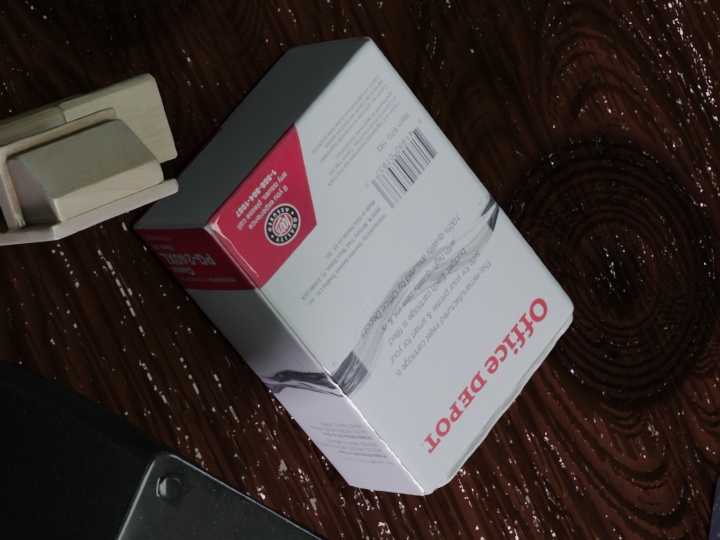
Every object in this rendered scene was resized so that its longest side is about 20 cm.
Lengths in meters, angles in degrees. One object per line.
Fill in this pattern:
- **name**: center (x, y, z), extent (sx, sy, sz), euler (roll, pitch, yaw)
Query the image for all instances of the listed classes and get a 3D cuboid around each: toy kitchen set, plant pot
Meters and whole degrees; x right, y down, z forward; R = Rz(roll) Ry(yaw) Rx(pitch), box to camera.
- **toy kitchen set**: center (-0.188, -0.103, 1.390), extent (0.199, 0.163, 0.181), euler (-22, 101, -33)
- **plant pot**: center (-0.116, 0.172, 1.426), extent (0.200, 0.177, 0.200), euler (34, 71, -30)

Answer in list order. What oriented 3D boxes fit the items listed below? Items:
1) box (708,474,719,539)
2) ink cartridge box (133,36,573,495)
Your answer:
- **box**: center (0.261, 0.232, 1.768), extent (0.136, 0.038, 0.201), euler (15, 81, -34)
- **ink cartridge box**: center (0.000, 0.000, 1.566), extent (0.145, 0.083, 0.200), euler (-50, 115, -25)
